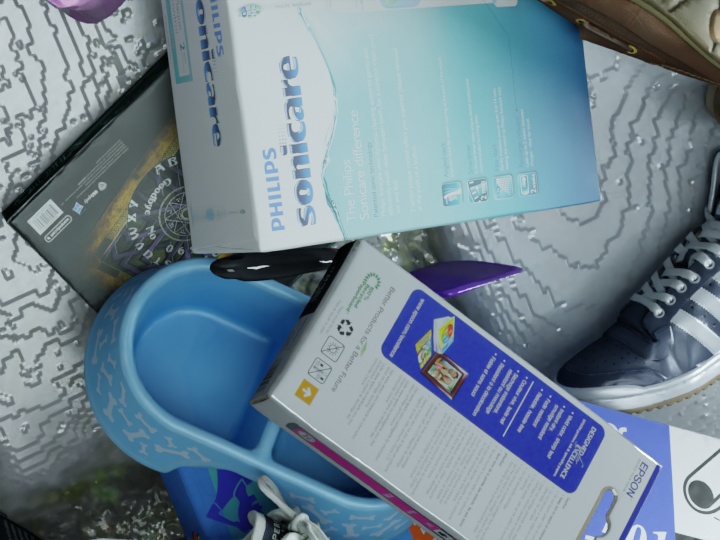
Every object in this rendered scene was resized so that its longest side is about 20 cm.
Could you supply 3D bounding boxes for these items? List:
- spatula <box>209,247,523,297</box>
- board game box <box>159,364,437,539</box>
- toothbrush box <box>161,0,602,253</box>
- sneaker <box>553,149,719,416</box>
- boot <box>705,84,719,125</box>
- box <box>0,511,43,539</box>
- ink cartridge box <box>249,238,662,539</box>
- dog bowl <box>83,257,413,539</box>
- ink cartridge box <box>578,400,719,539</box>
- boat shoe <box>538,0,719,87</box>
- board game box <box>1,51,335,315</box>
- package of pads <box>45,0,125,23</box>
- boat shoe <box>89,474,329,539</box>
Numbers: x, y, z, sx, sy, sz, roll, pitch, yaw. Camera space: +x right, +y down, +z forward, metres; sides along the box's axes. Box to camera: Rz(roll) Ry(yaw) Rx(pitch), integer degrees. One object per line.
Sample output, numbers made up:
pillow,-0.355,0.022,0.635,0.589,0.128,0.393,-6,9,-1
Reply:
spatula,0.000,0.000,1.152,0.199,0.056,0.021,4,94,-44
board game box,-0.008,0.142,1.171,0.151,0.045,0.201,-21,82,-21
toothbrush box,0.010,-0.093,1.120,0.198,0.085,0.148,-10,94,-28
sneaker,0.187,0.001,1.231,0.199,0.070,0.109,-21,111,-15
boot,0.297,-0.085,1.187,0.198,0.166,0.073,-7,103,-15
box,-0.153,0.248,1.184,0.199,0.104,0.148,35,92,-20
ink cartridge box,0.049,0.081,1.109,0.199,0.037,0.095,36,69,-11
dog bowl,-0.042,0.063,1.133,0.199,0.050,0.112,25,68,-8
ink cartridge box,0.165,0.134,1.199,0.198,0.044,0.095,15,56,-21
boat shoe,0.139,-0.142,1.105,0.199,0.067,0.073,25,68,-26
board game box,-0.070,-0.050,1.175,0.200,0.028,0.135,-44,110,-2
package of pads,-0.095,-0.211,1.081,0.076,0.121,0.200,42,91,-6
boat shoe,-0.041,0.145,1.089,0.200,0.075,0.087,1,103,-9
